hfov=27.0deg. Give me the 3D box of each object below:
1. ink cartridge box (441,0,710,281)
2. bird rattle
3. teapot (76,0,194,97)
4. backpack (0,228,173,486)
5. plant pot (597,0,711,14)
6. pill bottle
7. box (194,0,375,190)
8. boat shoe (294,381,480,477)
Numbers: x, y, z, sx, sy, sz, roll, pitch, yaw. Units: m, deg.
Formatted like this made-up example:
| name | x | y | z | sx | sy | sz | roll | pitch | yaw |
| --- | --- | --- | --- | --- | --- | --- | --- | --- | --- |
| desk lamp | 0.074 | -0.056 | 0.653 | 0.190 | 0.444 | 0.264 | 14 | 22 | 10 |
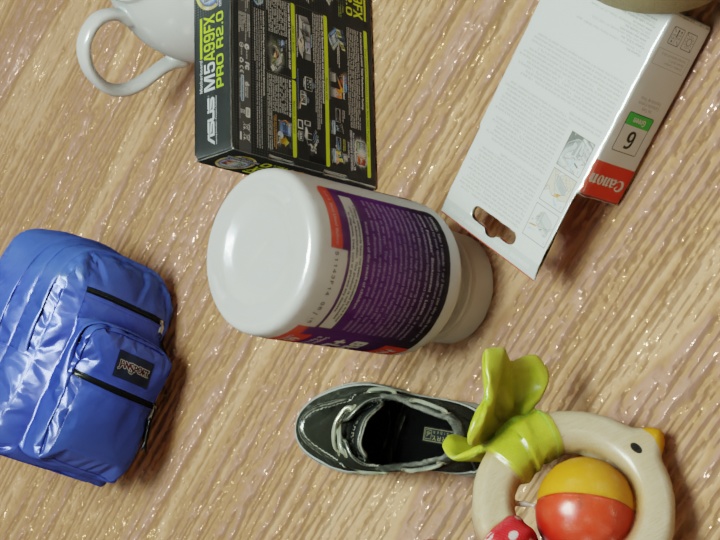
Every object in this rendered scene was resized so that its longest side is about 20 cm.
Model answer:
| name | x | y | z | sx | sy | sz | roll | pitch | yaw |
| --- | --- | --- | --- | --- | --- | --- | --- | --- | --- |
| ink cartridge box | 0.144 | -0.102 | 1.032 | 0.109 | 0.050 | 0.202 | 40 | 111 | 41 |
| bird rattle | 0.116 | 0.150 | 0.940 | 0.161 | 0.113 | 0.202 | 3 | 49 | 9 |
| teapot | -0.164 | -0.278 | 1.301 | 0.196 | 0.145 | 0.202 | -30 | 63 | 37 |
| backpack | -0.248 | 0.075 | 1.313 | 0.166 | 0.162 | 0.202 | 14 | 79 | 36 |
| plant pot | 0.188 | -0.243 | 0.941 | 0.200 | 0.199 | 0.136 | 37 | 142 | 42 |
| pill bottle | 0.000 | 0.000 | 1.047 | 0.111 | 0.199 | 0.113 | -10 | 75 | 43 |
| box | -0.057 | -0.169 | 1.165 | 0.044 | 0.159 | 0.203 | -12 | 75 | 40 |
| boat shoe | 0.014 | 0.116 | 1.107 | 0.199 | 0.063 | 0.072 | -4 | 79 | 44 |
